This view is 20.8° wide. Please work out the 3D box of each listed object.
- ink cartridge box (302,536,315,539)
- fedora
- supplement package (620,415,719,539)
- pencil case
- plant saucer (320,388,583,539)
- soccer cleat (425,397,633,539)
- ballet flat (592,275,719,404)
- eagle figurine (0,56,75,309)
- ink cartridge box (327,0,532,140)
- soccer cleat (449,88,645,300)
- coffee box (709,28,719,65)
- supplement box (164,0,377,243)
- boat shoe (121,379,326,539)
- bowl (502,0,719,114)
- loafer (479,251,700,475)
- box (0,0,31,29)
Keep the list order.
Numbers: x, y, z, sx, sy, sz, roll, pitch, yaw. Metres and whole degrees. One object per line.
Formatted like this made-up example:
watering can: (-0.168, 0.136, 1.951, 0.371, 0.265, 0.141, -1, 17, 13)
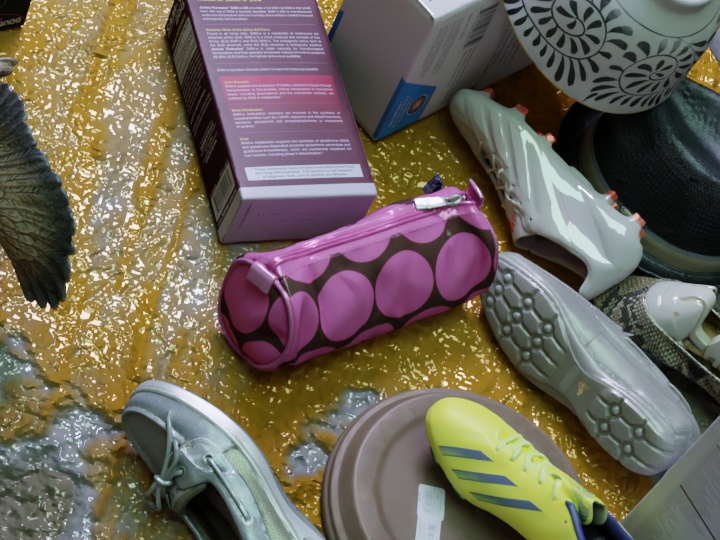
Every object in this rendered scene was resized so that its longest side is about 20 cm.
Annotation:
ink cartridge box: (0.025, 0.265, 1.139, 0.200, 0.147, 0.146, 27, 85, -1)
fedora: (0.255, -0.086, 1.535, 0.200, 0.092, 0.201, 11, 54, -15)
supplement package: (0.268, 0.165, 1.299, 0.109, 0.200, 0.114, -18, 66, -30)
pencil case: (0.000, 0.000, 1.377, 0.200, 0.094, 0.091, -22, 63, -32)
plant saucer: (0.072, 0.164, 1.334, 0.200, 0.029, 0.200, 10, 55, -15)
soccer cleat: (0.125, 0.150, 1.291, 0.065, 0.084, 0.200, -33, 73, -35)
ballet flat: (0.265, 0.056, 1.453, 0.200, 0.075, 0.068, 41, 53, 9)
eagle figurine: (-0.271, -0.067, 1.299, 0.151, 0.152, 0.200, 21, 44, -32)
ink cartridge box: (0.079, -0.205, 1.516, 0.200, 0.146, 0.084, -29, 69, -35)
soccer cleat: (0.129, -0.062, 1.489, 0.078, 0.069, 0.200, -43, 69, -6)
coffee box: (0.384, -0.152, 1.594, 0.200, 0.080, 0.113, 7, 49, -48)
supplement box: (-0.069, -0.120, 1.453, 0.109, 0.061, 0.200, -2, 59, -24)
boat shoe: (-0.087, 0.156, 1.249, 0.065, 0.074, 0.202, -34, 82, -37)
bowl: (0.207, -0.223, 1.450, 0.201, 0.094, 0.201, 8, 76, -33)
loafer: (0.164, 0.064, 1.420, 0.200, 0.070, 0.070, 50, 37, 17)
box: (-0.336, -0.252, 1.383, 0.200, 0.149, 0.124, -12, 63, -28)
